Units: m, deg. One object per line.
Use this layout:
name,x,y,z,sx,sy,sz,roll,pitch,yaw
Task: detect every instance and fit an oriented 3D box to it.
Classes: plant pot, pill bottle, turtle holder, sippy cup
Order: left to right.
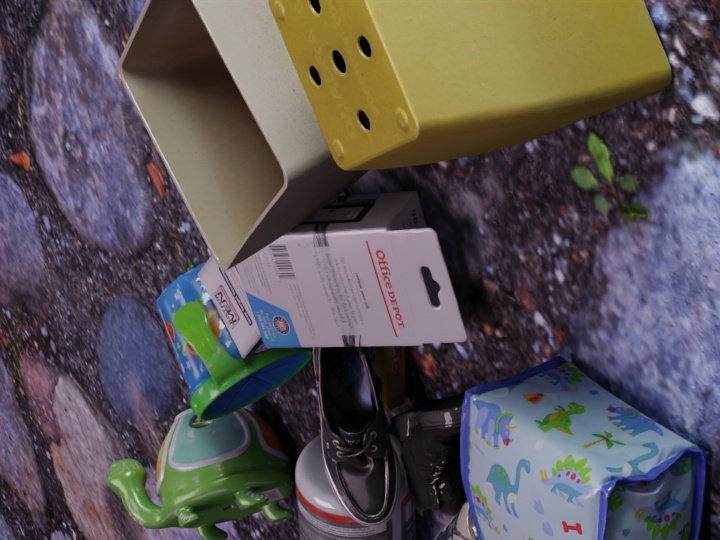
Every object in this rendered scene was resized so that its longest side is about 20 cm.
turtle holder,-0.169,0.224,2.062,0.185,0.141,0.132,-27,67,28
sippy cup,-0.136,0.062,1.883,0.131,0.139,0.178,59,154,14
plant pot,-0.058,-0.149,1.505,0.200,0.177,0.200,61,154,9
pill bottle,-0.003,0.260,1.826,0.116,0.116,0.200,42,145,41
plant pot,0.057,-0.169,1.268,0.200,0.176,0.200,-17,96,64

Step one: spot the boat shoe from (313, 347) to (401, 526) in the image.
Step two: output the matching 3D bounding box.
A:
boat shoe,-0.005,0.137,1.688,0.066,0.070,0.201,-54,-43,-85

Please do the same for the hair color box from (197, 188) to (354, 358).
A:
hair color box,-0.071,-0.013,1.737,0.100,0.060,0.200,60,141,17

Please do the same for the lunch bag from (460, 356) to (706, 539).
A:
lunch bag,0.167,0.194,1.429,0.170,0.127,0.201,34,131,48

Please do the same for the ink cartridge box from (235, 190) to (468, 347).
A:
ink cartridge box,0.000,0.000,1.585,0.199,0.068,0.116,-2,121,29

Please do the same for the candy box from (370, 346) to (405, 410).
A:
candy box,-0.022,0.039,1.778,0.200,0.026,0.102,41,141,42

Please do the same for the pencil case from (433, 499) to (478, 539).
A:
pencil case,0.106,0.258,1.656,0.089,0.078,0.200,23,148,-3

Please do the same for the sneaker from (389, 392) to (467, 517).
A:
sneaker,0.078,0.168,1.658,0.105,0.060,0.200,69,161,1
